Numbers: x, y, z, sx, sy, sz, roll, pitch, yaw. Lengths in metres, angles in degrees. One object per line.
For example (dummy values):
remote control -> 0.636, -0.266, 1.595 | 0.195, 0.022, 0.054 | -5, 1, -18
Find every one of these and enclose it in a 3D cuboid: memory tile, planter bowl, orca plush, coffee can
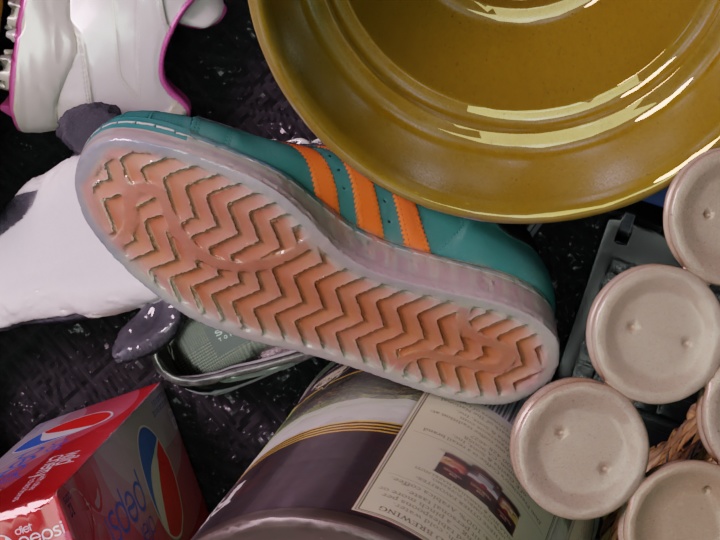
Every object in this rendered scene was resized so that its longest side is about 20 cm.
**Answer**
memory tile -> 0.167, 0.063, 0.660 | 0.199, 0.017, 0.154 | 33, 91, -7
planter bowl -> 0.059, -0.124, 0.654 | 0.198, 0.084, 0.202 | 0, 119, 1
orca plush -> -0.105, -0.003, 0.777 | 0.200, 0.071, 0.106 | -41, 73, 23
coffee can -> 0.010, 0.123, 0.705 | 0.145, 0.200, 0.148 | 4, 108, 14

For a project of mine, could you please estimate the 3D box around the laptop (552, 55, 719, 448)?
laptop -> 0.177, 0.034, 0.741 | 0.176, 0.103, 0.202 | 19, 99, 3

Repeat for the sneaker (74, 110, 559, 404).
sneaker -> -0.015, -0.017, 0.690 | 0.199, 0.080, 0.072 | 24, 127, -20

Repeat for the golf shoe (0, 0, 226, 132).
golf shoe -> -0.094, -0.151, 0.763 | 0.091, 0.075, 0.202 | 12, 106, -6

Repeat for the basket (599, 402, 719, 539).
basket -> 0.197, 0.148, 0.707 | 0.199, 0.149, 0.143 | 37, 123, -5

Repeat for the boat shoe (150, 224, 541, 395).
boat shoe -> 0.000, 0.000, 0.768 | 0.199, 0.071, 0.072 | -33, 94, 8

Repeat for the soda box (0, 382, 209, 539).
soda box -> -0.114, 0.103, 0.726 | 0.063, 0.200, 0.071 | -19, 96, 6

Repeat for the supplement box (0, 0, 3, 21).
supplement box -> -0.186, -0.126, 0.744 | 0.068, 0.066, 0.202 | 6, 87, 24
